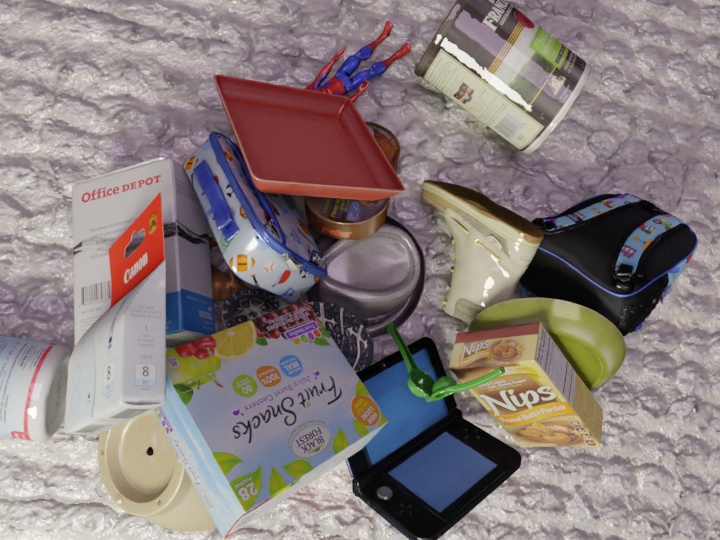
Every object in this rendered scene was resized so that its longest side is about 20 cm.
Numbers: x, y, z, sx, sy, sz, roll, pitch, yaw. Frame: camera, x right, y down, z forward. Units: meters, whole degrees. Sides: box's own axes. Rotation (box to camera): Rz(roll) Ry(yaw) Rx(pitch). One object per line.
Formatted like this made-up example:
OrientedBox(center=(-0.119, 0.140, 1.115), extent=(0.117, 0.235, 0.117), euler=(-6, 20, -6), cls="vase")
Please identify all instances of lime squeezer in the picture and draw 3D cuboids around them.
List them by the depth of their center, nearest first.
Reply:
OrientedBox(center=(0.093, 0.122, 0.756), extent=(0.037, 0.198, 0.072), euler=(22, 87, -36), cls="lime squeezer")

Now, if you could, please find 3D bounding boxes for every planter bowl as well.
OrientedBox(center=(-0.198, 0.191, 0.700), extent=(0.196, 0.134, 0.206), euler=(-3, 83, 24), cls="planter bowl")

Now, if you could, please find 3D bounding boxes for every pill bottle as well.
OrientedBox(center=(-0.442, 0.125, 0.723), extent=(0.195, 0.109, 0.112), euler=(11, 80, -8), cls="pill bottle")

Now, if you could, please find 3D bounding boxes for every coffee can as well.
OrientedBox(center=(0.193, -0.279, 0.881), extent=(0.198, 0.146, 0.148), euler=(34, 77, -4), cls="coffee can")

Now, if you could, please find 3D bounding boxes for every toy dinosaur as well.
OrientedBox(center=(-0.205, 0.013, 0.808), extent=(0.194, 0.060, 0.109), euler=(1, 83, -10), cls="toy dinosaur")

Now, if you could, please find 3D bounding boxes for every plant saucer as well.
OrientedBox(center=(-0.068, -0.154, 0.772), extent=(0.196, 0.037, 0.202), euler=(1, 47, -32), cls="plant saucer")
OrientedBox(center=(0.230, 0.108, 0.804), extent=(0.196, 0.201, 0.032), euler=(23, 52, -6), cls="plant saucer")

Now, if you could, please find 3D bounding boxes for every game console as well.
OrientedBox(center=(0.080, 0.192, 0.766), extent=(0.197, 0.169, 0.121), euler=(-22, 122, -38), cls="game console")

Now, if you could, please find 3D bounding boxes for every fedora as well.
OrientedBox(center=(0.000, 0.000, 0.831), extent=(0.195, 0.090, 0.182), euler=(-3, 82, -10), cls="fedora")

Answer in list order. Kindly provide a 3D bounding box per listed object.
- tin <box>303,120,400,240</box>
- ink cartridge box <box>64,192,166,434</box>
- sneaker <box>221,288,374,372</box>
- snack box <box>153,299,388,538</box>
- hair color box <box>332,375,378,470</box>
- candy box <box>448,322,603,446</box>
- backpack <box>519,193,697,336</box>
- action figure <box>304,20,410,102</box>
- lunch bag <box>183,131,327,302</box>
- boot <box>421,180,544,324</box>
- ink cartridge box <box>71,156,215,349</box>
OrientedBox(center=(-0.010, -0.121, 0.829), extent=(0.109, 0.042, 0.203), euler=(13, 50, 2), cls="tin")
OrientedBox(center=(-0.240, 0.044, 0.620), extent=(0.046, 0.159, 0.205), euler=(8, 66, -38), cls="ink cartridge box")
OrientedBox(center=(-0.078, 0.079, 0.810), extent=(0.196, 0.087, 0.079), euler=(20, 68, -5), cls="sneaker")
OrientedBox(center=(-0.092, 0.138, 0.649), extent=(0.198, 0.068, 0.170), euler=(-18, 64, -44), cls="snack box")
OrientedBox(center=(-0.074, 0.194, 0.803), extent=(0.195, 0.064, 0.114), euler=(-2, 83, -12), cls="hair color box")
OrientedBox(center=(0.209, 0.148, 0.788), extent=(0.200, 0.114, 0.056), euler=(46, 48, -33), cls="candy box")
OrientedBox(center=(0.331, -0.012, 0.847), extent=(0.197, 0.137, 0.182), euler=(-26, 43, -26), cls="backpack")
OrientedBox(center=(-0.018, -0.271, 0.893), extent=(0.200, 0.052, 0.066), euler=(-43, 95, -11), cls="action figure")
OrientedBox(center=(-0.122, -0.061, 0.744), extent=(0.075, 0.160, 0.202), euler=(-38, 59, 9), cls="lunch bag")
OrientedBox(center=(0.138, -0.023, 0.861), extent=(0.071, 0.199, 0.158), euler=(-7, 122, -41), cls="boot")
OrientedBox(center=(-0.257, -0.012, 0.755), extent=(0.141, 0.084, 0.205), euler=(-11, 76, 15), cls="ink cartridge box")
